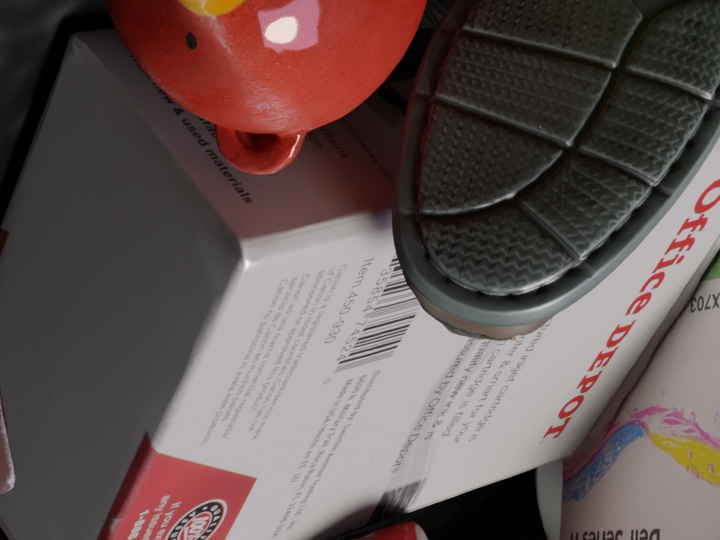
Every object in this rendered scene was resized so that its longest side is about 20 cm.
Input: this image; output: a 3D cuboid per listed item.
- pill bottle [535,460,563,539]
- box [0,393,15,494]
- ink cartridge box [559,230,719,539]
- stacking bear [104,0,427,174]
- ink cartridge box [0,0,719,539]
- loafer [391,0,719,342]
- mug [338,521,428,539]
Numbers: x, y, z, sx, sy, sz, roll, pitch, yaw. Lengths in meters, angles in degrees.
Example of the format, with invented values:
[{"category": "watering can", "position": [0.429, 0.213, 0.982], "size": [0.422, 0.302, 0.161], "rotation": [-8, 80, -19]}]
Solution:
[{"category": "pill bottle", "position": [0.171, 0.064, 0.932], "size": [0.199, 0.120, 0.120], "rotation": [-21, 147, -33]}, {"category": "box", "position": [-0.173, 0.020, 0.455], "size": [0.199, 0.075, 0.101], "rotation": [-18, 110, -33]}, {"category": "ink cartridge box", "position": [0.114, 0.071, 0.739], "size": [0.067, 0.201, 0.117], "rotation": [6, 170, -22]}, {"category": "stacking bear", "position": [0.024, -0.107, 0.519], "size": [0.200, 0.122, 0.114], "rotation": [-40, 172, 20]}, {"category": "ink cartridge box", "position": [0.000, 0.000, 0.666], "size": [0.200, 0.083, 0.147], "rotation": [-14, 144, -40]}, {"category": "loafer", "position": [0.064, -0.064, 0.596], "size": [0.063, 0.072, 0.201], "rotation": [93, 20, -66]}, {"category": "mug", "position": [-0.064, 0.141, 0.715], "size": [0.199, 0.178, 0.134], "rotation": [-19, 129, 4]}]
